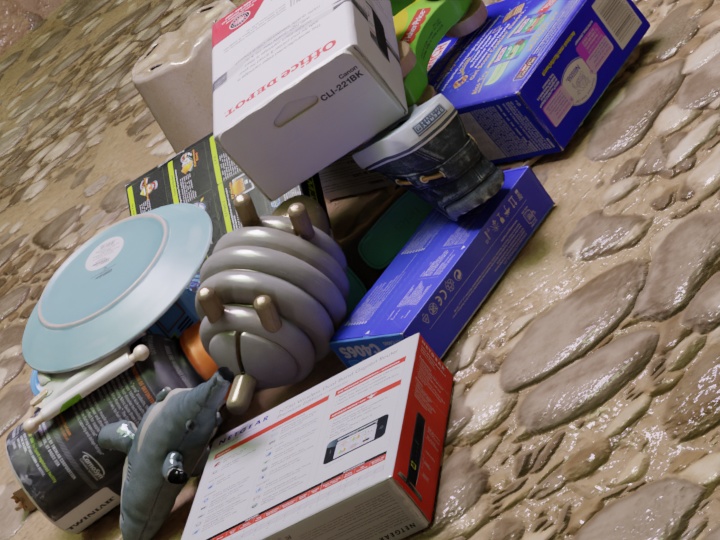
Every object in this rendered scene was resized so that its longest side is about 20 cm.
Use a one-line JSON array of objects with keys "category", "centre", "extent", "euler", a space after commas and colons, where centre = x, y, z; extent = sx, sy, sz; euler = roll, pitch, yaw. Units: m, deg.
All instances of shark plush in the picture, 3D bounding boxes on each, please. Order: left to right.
[{"category": "shark plush", "centre": [-0.133, 0.140, 1.534], "extent": [0.200, 0.091, 0.083], "euler": [-39, 31, 39]}]

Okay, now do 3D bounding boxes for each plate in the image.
[{"category": "plate", "centre": [-0.214, 0.007, 1.678], "extent": [0.200, 0.026, 0.200], "euler": [-28, 30, 18]}]

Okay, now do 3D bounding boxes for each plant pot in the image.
[{"category": "plant pot", "centre": [-0.136, -0.172, 2.062], "extent": [0.200, 0.184, 0.201], "euler": [-33, 22, 15]}]

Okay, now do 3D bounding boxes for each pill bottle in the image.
[{"category": "pill bottle", "centre": [-0.190, 0.124, 1.653], "extent": [0.200, 0.106, 0.106], "euler": [-35, 21, 7]}]

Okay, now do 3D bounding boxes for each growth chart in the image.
[{"category": "growth chart", "centre": [-0.223, 0.043, 1.678], "extent": [0.145, 0.018, 0.200], "euler": [-30, 30, 14]}]

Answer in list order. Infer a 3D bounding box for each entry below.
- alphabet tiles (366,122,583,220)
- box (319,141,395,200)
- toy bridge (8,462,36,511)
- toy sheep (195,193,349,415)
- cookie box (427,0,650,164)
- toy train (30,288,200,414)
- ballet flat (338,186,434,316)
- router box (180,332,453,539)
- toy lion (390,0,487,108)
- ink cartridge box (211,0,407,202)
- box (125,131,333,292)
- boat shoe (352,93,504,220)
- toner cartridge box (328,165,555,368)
[{"category": "alphabet tiles", "centre": [0.095, -0.091, 1.771], "extent": [0.200, 0.008, 0.167], "euler": [-38, 21, 1]}, {"category": "box", "centre": [0.025, -0.177, 1.926], "extent": [0.112, 0.101, 0.200], "euler": [-10, 35, 51]}, {"category": "toy bridge", "centre": [-0.299, 0.164, 1.857], "extent": [0.067, 0.027, 0.200], "euler": [-32, 22, 23]}, {"category": "toy sheep", "centre": [-0.073, 0.025, 1.584], "extent": [0.138, 0.138, 0.200], "euler": [-13, 45, 48]}, {"category": "cookie box", "centre": [0.133, -0.173, 1.761], "extent": [0.200, 0.075, 0.171], "euler": [-8, 38, 52]}, {"category": "toy train", "centre": [-0.208, 0.085, 1.756], "extent": [0.200, 0.087, 0.114], "euler": [-49, 58, 8]}, {"category": "ballet flat", "centre": [0.000, 0.000, 1.684], "extent": [0.200, 0.069, 0.063], "euler": [-37, -6, 1]}, {"category": "router box", "centre": [-0.033, 0.151, 1.427], "extent": [0.200, 0.049, 0.180], "euler": [-28, 23, 24]}, {"category": "toy lion", "centre": [-0.004, -0.190, 1.775], "extent": [0.191, 0.069, 0.200], "euler": [-4, 43, 36]}, {"category": "ink cartridge box", "centre": [-0.046, -0.170, 1.657], "extent": [0.144, 0.084, 0.200], "euler": [-32, 30, 17]}, {"category": "box", "centre": [-0.122, -0.037, 1.828], "extent": [0.193, 0.047, 0.200], "euler": [-31, 54, 24]}, {"category": "boat shoe", "centre": [0.055, -0.084, 1.612], "extent": [0.071, 0.091, 0.200], "euler": [-40, 7, -8]}, {"category": "toner cartridge box", "centre": [0.067, 0.001, 1.580], "extent": [0.095, 0.043, 0.200], "euler": [-11, 34, 52]}]
